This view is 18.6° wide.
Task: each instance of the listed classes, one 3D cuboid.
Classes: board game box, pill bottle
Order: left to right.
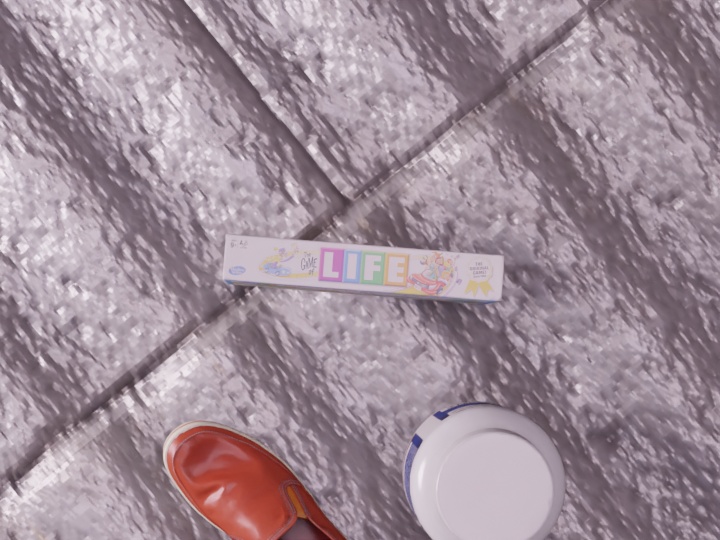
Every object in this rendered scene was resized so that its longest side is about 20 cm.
[{"bbox_3d":[0.000,0.000,1.624,0.200,0.134,0.034,5,88,-2],"label":"board game box"},{"bbox_3d":[0.089,0.153,1.590,0.111,0.200,0.111,0,89,-2],"label":"pill bottle"}]

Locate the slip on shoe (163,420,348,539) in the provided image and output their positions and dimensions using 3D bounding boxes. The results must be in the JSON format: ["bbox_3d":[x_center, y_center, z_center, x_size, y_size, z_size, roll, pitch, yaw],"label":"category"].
[{"bbox_3d":[-0.067,0.188,1.654,0.200,0.061,0.074,45,89,1],"label":"slip on shoe"}]
